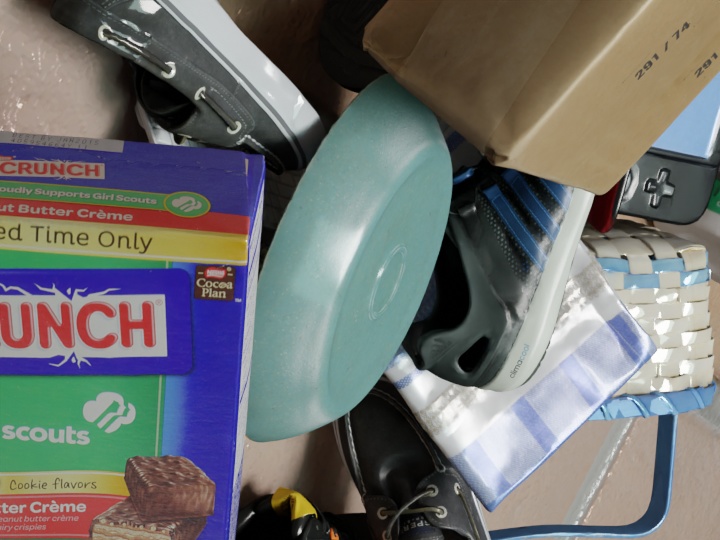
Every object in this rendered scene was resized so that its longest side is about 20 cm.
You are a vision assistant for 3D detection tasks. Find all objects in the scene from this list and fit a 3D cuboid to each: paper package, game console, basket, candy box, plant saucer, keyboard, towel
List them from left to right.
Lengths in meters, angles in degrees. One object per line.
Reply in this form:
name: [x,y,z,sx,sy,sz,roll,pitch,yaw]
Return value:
candy box: [-0.132,0.044,1.088,0.077,0.169,0.201,-88,-177,-59]
keyboard: [-0.050,-0.044,1.274,0.011,0.056,0.200,-33,158,20]
plant saucer: [0.000,0.000,1.272,0.200,0.036,0.200,-57,161,-33]
towel: [0.069,0.014,1.413,0.147,0.024,0.200,-41,108,-19]
basket: [0.129,0.069,1.540,0.176,0.139,0.201,1,100,-35]
paper package: [0.125,-0.144,1.234,0.200,0.103,0.191,-49,162,11]
game console: [0.191,-0.118,1.442,0.172,0.119,0.201,9,101,-38]

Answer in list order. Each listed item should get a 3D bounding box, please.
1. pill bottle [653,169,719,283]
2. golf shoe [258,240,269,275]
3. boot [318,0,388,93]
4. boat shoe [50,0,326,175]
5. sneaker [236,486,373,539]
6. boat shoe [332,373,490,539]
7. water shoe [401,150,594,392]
pill bottle: [0.295,-0.088,1.732,0.200,0.113,0.113,-57,151,-12]
golf shoe: [-0.114,0.005,1.203,0.200,0.077,0.088,4,126,-53]
boot: [0.066,-0.148,1.371,0.165,0.066,0.200,-61,156,0]
boat shoe: [-0.081,-0.092,1.175,0.057,0.069,0.200,-51,144,-6]
sneaker: [-0.031,0.162,1.451,0.200,0.070,0.090,-19,129,-51]
boat shoe: [0.036,0.151,1.460,0.066,0.070,0.201,-63,134,-75]
water shoe: [0.077,-0.036,1.360,0.079,0.071,0.201,12,89,-20]
